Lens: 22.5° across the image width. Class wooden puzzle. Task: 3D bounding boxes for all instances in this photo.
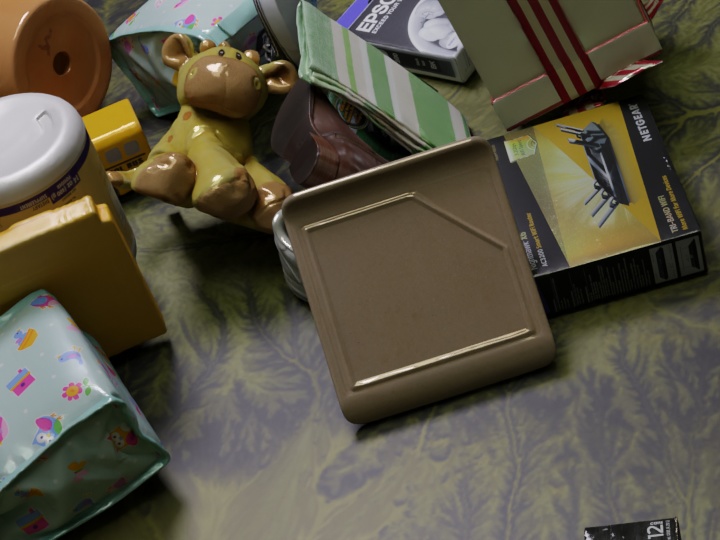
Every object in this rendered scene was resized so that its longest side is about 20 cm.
[{"bbox_3d":[0.048,0.009,1.510,0.185,0.201,0.037,-18,-3,3],"label":"wooden puzzle"}]

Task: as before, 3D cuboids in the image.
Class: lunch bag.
[{"bbox_3d":[-0.140,-0.252,1.843,0.170,0.122,0.200,-45,19,-27],"label":"lunch bag"},{"bbox_3d":[-0.289,0.142,1.507,0.200,0.122,0.170,-36,46,-3],"label":"lunch bag"}]

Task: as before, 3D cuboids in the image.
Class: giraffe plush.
[{"bbox_3d":[-0.131,-0.133,1.685,0.200,0.172,0.163,16,90,60],"label":"giraffe plush"}]

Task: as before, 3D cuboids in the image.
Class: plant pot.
[{"bbox_3d":[-0.349,-0.213,1.849,0.140,0.200,0.200,9,48,37],"label":"plant pot"}]

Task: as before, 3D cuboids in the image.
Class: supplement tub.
[{"bbox_3d":[-0.287,-0.043,1.631,0.145,0.200,0.146,-11,41,10],"label":"supplement tub"}]

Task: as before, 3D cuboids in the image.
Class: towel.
[{"bbox_3d":[0.024,-0.160,1.669,0.023,0.200,0.153,-49,23,23],"label":"towel"}]

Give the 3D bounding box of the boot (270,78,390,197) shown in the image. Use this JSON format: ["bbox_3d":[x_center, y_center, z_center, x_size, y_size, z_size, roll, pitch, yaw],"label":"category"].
[{"bbox_3d":[0.023,-0.083,1.619,0.064,0.200,0.187,-53,26,25],"label":"boot"}]

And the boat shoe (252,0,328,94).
[{"bbox_3d":[-0.061,-0.205,1.747,0.056,0.200,0.069,-11,50,22],"label":"boat shoe"}]

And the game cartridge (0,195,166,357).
[{"bbox_3d":[-0.287,0.031,1.570,0.200,0.177,0.032,-23,48,-4],"label":"game cartridge"}]

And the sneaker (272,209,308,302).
[{"bbox_3d":[0.000,0.000,1.573,0.200,0.100,0.075,17,56,34],"label":"sneaker"}]

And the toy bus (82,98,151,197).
[{"bbox_3d":[-0.305,-0.091,1.803,0.200,0.078,0.065,-24,41,-5],"label":"toy bus"}]

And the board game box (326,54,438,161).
[{"bbox_3d":[0.009,-0.130,1.716,0.023,0.105,0.200,-40,23,42],"label":"board game box"}]

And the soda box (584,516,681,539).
[{"bbox_3d":[0.192,0.268,1.238,0.071,0.063,0.200,-9,42,13],"label":"soda box"}]

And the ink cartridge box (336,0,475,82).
[{"bbox_3d":[0.071,-0.284,1.895,0.200,0.043,0.198,14,52,34],"label":"ink cartridge box"}]

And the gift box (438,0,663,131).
[{"bbox_3d":[0.184,-0.251,1.682,0.200,0.187,0.185,-24,23,17],"label":"gift box"}]

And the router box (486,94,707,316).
[{"bbox_3d":[0.201,-0.059,1.594,0.157,0.052,0.200,-17,41,4],"label":"router box"}]
